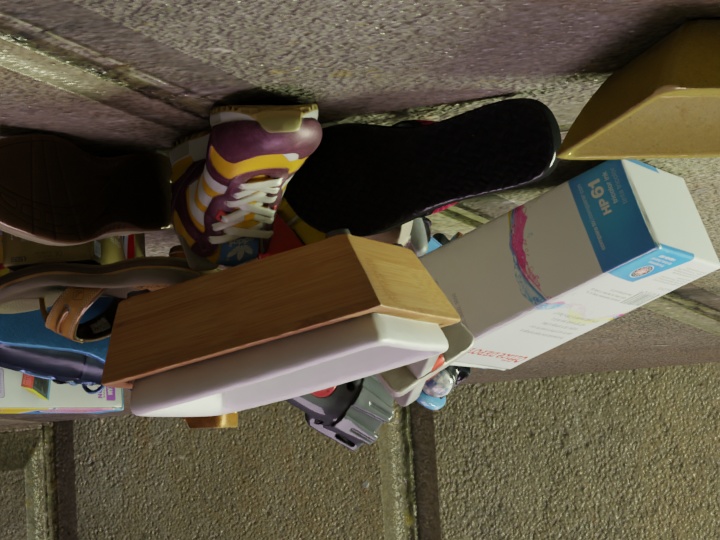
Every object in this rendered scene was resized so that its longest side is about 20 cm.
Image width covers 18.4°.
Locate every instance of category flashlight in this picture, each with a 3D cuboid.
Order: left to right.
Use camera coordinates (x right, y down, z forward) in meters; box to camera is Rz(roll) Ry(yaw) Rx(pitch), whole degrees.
[{"bbox_3d":[-0.059,0.064,1.731,0.200,0.068,0.068,31,150,-25],"label":"flashlight"}]

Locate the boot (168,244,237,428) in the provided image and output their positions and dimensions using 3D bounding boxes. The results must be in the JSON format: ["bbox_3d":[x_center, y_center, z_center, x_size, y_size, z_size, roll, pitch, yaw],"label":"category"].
[{"bbox_3d":[-0.118,0.056,1.802,0.071,0.144,0.201,-3,170,-7],"label":"boot"}]

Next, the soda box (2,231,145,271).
[{"bbox_3d":[-0.213,-0.023,1.668,0.068,0.064,0.200,-4,172,5],"label":"soda box"}]

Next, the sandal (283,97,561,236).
[{"bbox_3d":[0.041,-0.067,1.443,0.200,0.075,0.045,-10,-178,24],"label":"sandal"}]

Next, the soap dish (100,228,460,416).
[{"bbox_3d":[-0.053,0.037,1.460,0.200,0.081,0.157,-16,171,19],"label":"soap dish"}]

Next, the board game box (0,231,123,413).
[{"bbox_3d":[-0.283,0.038,1.755,0.200,0.153,0.040,3,171,-38],"label":"board game box"}]

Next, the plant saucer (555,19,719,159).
[{"bbox_3d":[0.235,-0.108,1.300,0.200,0.049,0.200,-2,173,-13],"label":"plant saucer"}]

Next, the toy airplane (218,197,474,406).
[{"bbox_3d":[0.000,0.000,1.604,0.200,0.141,0.199,3,137,43],"label":"toy airplane"}]

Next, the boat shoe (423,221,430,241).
[{"bbox_3d":[-0.012,0.004,1.758,0.073,0.067,0.200,2,171,-34],"label":"boat shoe"}]

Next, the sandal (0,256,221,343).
[{"bbox_3d":[-0.185,0.024,1.575,0.200,0.054,0.080,-4,172,29],"label":"sandal"}]

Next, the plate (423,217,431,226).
[{"bbox_3d":[-0.044,-0.041,1.756,0.200,0.026,0.200,-3,171,0],"label":"plate"}]

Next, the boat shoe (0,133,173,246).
[{"bbox_3d":[-0.200,-0.049,1.469,0.065,0.072,0.200,-10,175,35],"label":"boat shoe"}]

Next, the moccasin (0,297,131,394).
[{"bbox_3d":[-0.224,0.050,1.717,0.200,0.081,0.068,17,148,-31],"label":"moccasin"}]

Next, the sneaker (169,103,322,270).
[{"bbox_3d":[-0.072,-0.051,1.422,0.075,0.090,0.200,-1,172,-17],"label":"sneaker"}]

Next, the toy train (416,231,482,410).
[{"bbox_3d":[0.054,0.030,1.841,0.087,0.114,0.200,-42,-165,25],"label":"toy train"}]

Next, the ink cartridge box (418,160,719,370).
[{"bbox_3d":[0.153,-0.002,1.704,0.200,0.085,0.145,-29,162,22],"label":"ink cartridge box"}]
